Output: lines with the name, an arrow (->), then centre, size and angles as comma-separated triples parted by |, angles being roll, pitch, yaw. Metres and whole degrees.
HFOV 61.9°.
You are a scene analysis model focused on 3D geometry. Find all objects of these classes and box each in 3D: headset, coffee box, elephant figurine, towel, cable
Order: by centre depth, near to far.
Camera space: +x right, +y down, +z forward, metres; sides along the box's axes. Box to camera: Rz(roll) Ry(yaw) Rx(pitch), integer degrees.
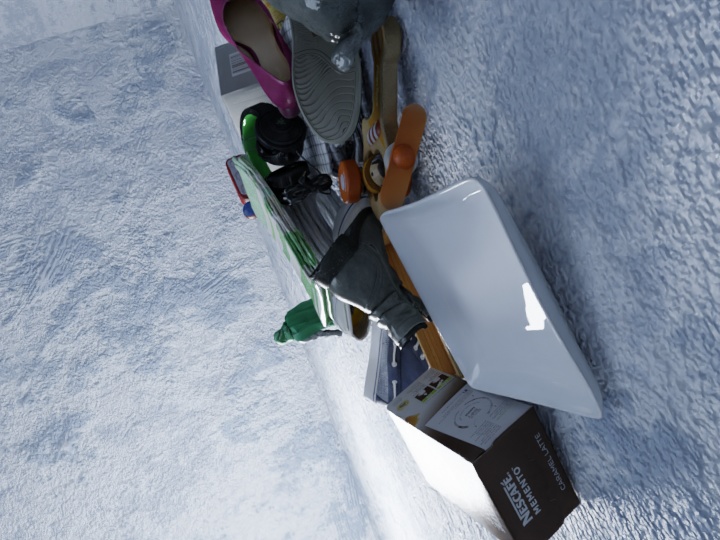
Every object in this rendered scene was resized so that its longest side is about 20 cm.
elephant figurine -> -0.013, -0.296, 0.455 | 0.153, 0.141, 0.203 | 34, 137, 17
coffee box -> 0.116, 0.187, 0.626 | 0.117, 0.079, 0.199 | 59, 163, -11
towel -> -0.094, -0.034, 0.755 | 0.202, 0.023, 0.154 | 54, 167, 21
headset -> -0.105, -0.134, 0.759 | 0.198, 0.093, 0.127 | 31, 141, 43
towel -> -0.044, -0.221, 0.774 | 0.165, 0.083, 0.207 | -164, 56, -72
cable -> -0.063, -0.068, 0.919 | 0.205, 0.068, 0.199 | 66, -164, 14

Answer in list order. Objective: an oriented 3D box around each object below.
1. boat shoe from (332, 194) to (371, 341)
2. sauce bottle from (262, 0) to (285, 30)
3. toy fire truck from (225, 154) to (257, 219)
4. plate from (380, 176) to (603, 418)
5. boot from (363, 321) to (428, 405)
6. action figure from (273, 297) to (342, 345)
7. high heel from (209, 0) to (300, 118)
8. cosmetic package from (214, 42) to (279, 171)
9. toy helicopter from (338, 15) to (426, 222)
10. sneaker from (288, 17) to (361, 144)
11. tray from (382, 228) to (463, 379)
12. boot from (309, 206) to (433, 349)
boat shoe -> 0.000, 0.000, 0.822 | 0.070, 0.069, 0.207 | 37, 124, 53
sauce bottle -> -0.091, -0.313, 0.873 | 0.066, 0.064, 0.206 | 155, 93, -77
toy fire truck -> -0.154, -0.160, 1.134 | 0.114, 0.163, 0.203 | 87, 159, -54
plate -> 0.106, 0.021, 0.518 | 0.204, 0.032, 0.199 | 60, 163, -7
boot -> 0.061, 0.095, 0.858 | 0.073, 0.087, 0.208 | -43, -39, -76
action figure -> -0.050, 0.069, 0.966 | 0.119, 0.194, 0.056 | -124, 17, -44
high heel -> -0.121, -0.278, 0.691 | 0.203, 0.066, 0.096 | 56, 173, 2
cosmetic package -> -0.149, -0.238, 0.916 | 0.201, 0.087, 0.110 | 68, -175, -60
toy helicopter -> 0.026, -0.147, 0.613 | 0.133, 0.076, 0.207 | -121, 28, -61
sneaker -> -0.023, -0.227, 0.621 | 0.106, 0.072, 0.208 | -2, -99, -69
tray -> 0.080, 0.036, 0.734 | 0.099, 0.036, 0.205 | 111, 137, -71
boot -> 0.024, 0.010, 0.659 | 0.130, 0.068, 0.201 | 39, -157, -3
